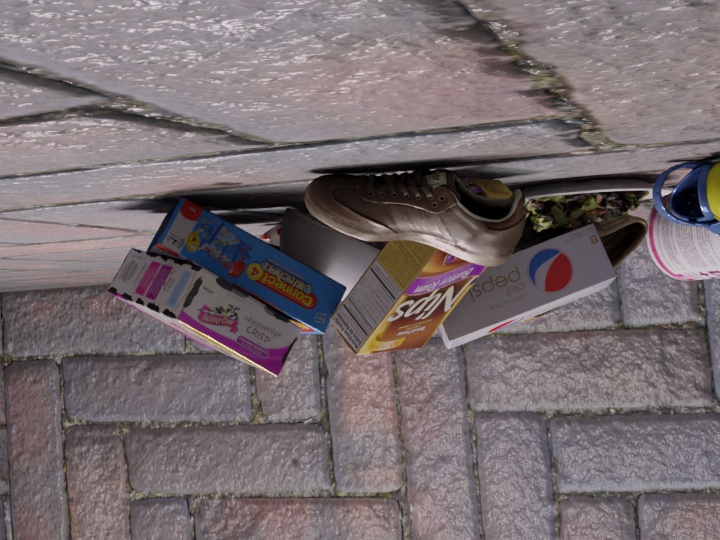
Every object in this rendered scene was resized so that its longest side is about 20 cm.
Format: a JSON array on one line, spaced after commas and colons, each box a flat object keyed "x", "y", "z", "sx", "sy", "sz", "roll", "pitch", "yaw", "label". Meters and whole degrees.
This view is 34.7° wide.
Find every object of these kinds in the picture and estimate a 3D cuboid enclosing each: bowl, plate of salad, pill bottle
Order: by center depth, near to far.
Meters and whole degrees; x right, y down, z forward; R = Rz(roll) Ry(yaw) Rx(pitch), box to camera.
[{"x": 0.252, "y": -0.072, "z": 1.307, "sx": 0.199, "sy": 0.048, "sz": 0.200, "roll": -3, "pitch": 178, "yaw": 0, "label": "plate of salad"}, {"x": 0.431, "y": -0.049, "z": 1.331, "sx": 0.113, "sy": 0.114, "sz": 0.200, "roll": -3, "pitch": 178, "yaw": -19, "label": "pill bottle"}, {"x": 0.000, "y": 0.000, "z": 1.379, "sx": 0.199, "sy": 0.075, "sz": 0.200, "roll": 24, "pitch": -176, "yaw": 12, "label": "bowl"}]

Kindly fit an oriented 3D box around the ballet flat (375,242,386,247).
[{"x": 0.070, "y": -0.041, "z": 1.426, "sx": 0.069, "sy": 0.071, "sz": 0.200, "roll": -45, "pitch": 158, "yaw": 20, "label": "ballet flat"}]

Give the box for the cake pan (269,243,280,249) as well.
[{"x": -0.153, "y": -0.021, "z": 1.476, "sx": 0.199, "sy": 0.037, "sz": 0.200, "roll": 14, "pitch": -177, "yaw": -1, "label": "cake pan"}]

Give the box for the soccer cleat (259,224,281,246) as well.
[{"x": -0.052, "y": -0.037, "z": 1.578, "sx": 0.199, "sy": 0.070, "sz": 0.077, "roll": -8, "pitch": 179, "yaw": 33, "label": "soccer cleat"}]

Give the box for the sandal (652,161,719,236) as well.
[{"x": 0.352, "y": -0.073, "z": 1.158, "sx": 0.087, "sy": 0.080, "sz": 0.200, "roll": 0, "pitch": 172, "yaw": 29, "label": "sandal"}]

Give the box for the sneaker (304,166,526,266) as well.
[{"x": 0.052, "y": -0.066, "z": 1.031, "sx": 0.199, "sy": 0.076, "sz": 0.071, "roll": 13, "pitch": -142, "yaw": -10, "label": "sneaker"}]

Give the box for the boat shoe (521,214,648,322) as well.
[{"x": 0.255, "y": -0.009, "z": 1.346, "sx": 0.200, "sy": 0.071, "sz": 0.064, "roll": -40, "pitch": -151, "yaw": -22, "label": "boat shoe"}]

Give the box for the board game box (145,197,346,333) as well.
[{"x": -0.132, "y": 0.000, "z": 1.262, "sx": 0.195, "sy": 0.056, "sz": 0.200, "roll": 29, "pitch": 171, "yaw": -11, "label": "board game box"}]

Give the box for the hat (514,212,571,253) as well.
[{"x": 0.212, "y": -0.043, "z": 1.425, "sx": 0.199, "sy": 0.081, "sz": 0.201, "roll": 9, "pitch": -139, "yaw": -8, "label": "hat"}]

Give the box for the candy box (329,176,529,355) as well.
[{"x": 0.070, "y": -0.003, "z": 1.169, "sx": 0.116, "sy": 0.057, "sz": 0.200, "roll": -2, "pitch": 137, "yaw": -51, "label": "candy box"}]

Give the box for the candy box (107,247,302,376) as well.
[{"x": -0.171, "y": 0.042, "z": 1.235, "sx": 0.136, "sy": 0.061, "sz": 0.200, "roll": 33, "pitch": 168, "yaw": -31, "label": "candy box"}]

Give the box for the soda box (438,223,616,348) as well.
[{"x": 0.177, "y": 0.018, "z": 1.278, "sx": 0.199, "sy": 0.068, "sz": 0.064, "roll": -21, "pitch": 168, "yaw": -2, "label": "soda box"}]
